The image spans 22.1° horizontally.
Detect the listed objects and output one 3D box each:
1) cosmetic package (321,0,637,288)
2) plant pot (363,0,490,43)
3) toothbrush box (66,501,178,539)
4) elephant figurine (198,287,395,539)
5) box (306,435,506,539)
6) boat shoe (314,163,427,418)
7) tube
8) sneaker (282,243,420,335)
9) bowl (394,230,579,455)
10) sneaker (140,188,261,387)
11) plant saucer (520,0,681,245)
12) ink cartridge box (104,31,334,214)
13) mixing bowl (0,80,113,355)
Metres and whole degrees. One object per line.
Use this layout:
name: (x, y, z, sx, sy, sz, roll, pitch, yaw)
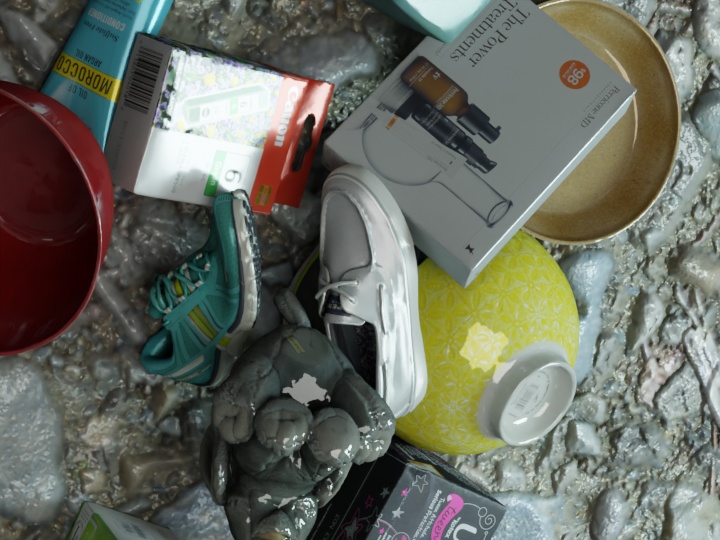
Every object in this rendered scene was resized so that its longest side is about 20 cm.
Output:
cosmetic package: (0.091, -0.110, 1.410, 0.151, 0.052, 0.200, 41, 75, 7)
plant pot: (0.022, -0.276, 1.361, 0.141, 0.141, 0.200, -47, 123, -5)
toothbrush box: (-0.199, 0.302, 1.416, 0.086, 0.146, 0.201, 22, 96, -28)
elephant figurine: (-0.065, 0.151, 1.362, 0.155, 0.141, 0.201, -38, 154, -46)
box: (0.004, 0.238, 1.497, 0.114, 0.132, 0.201, 28, 93, -31)
boat shoe: (-0.002, 0.024, 1.379, 0.068, 0.072, 0.201, -32, 123, -48)
tube: (-0.175, -0.179, 1.342, 0.050, 0.077, 0.201, 24, 93, -59)
sneaker: (0.000, 0.000, 1.456, 0.074, 0.081, 0.201, 19, 96, -26)
bowl: (0.109, 0.078, 1.474, 0.199, 0.108, 0.201, -23, 135, -26)
sneaker: (-0.118, 0.020, 1.378, 0.079, 0.078, 0.201, 6, 136, -14)
plant saucer: (0.169, -0.122, 1.509, 0.199, 0.035, 0.202, -2, 95, -23)
ink cartridge box: (-0.091, -0.102, 1.373, 0.199, 0.050, 0.110, 8, 102, -44)
mixing bowl: (-0.250, -0.052, 1.292, 0.199, 0.108, 0.202, 7, 112, 17)
